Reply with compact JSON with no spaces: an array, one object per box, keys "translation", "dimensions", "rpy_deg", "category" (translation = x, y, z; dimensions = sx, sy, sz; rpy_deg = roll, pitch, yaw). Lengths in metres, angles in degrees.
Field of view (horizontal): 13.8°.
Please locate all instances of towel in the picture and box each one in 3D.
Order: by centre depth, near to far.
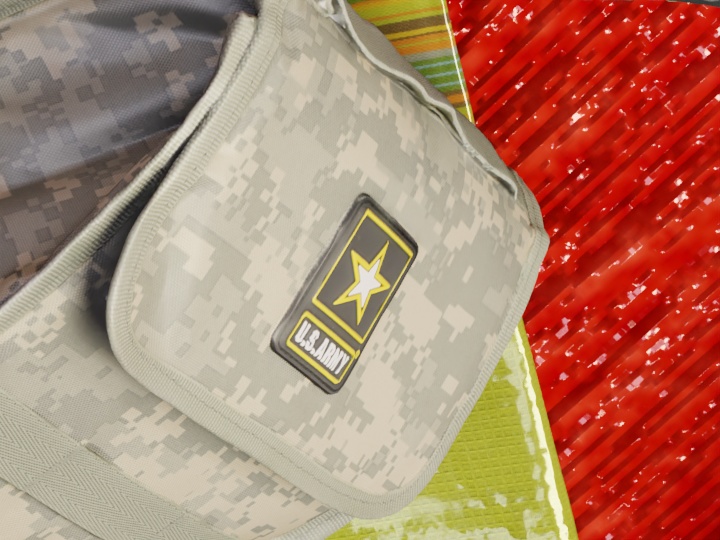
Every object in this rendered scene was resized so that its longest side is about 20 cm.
[{"translation":[0.000,0.000,0.848],"dimensions":[0.086,0.018,0.200],"rpy_deg":[-11,106,14],"category":"towel"}]

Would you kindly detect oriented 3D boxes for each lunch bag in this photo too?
[{"translation":[-0.060,0.008,0.755],"dimensions":[0.200,0.164,0.118],"rpy_deg":[-32,56,13],"category":"lunch bag"}]

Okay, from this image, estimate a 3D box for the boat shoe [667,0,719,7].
[{"translation":[0.103,-0.097,0.726],"dimensions":[0.199,0.066,0.075],"rpy_deg":[-3,119,16],"category":"boat shoe"}]
